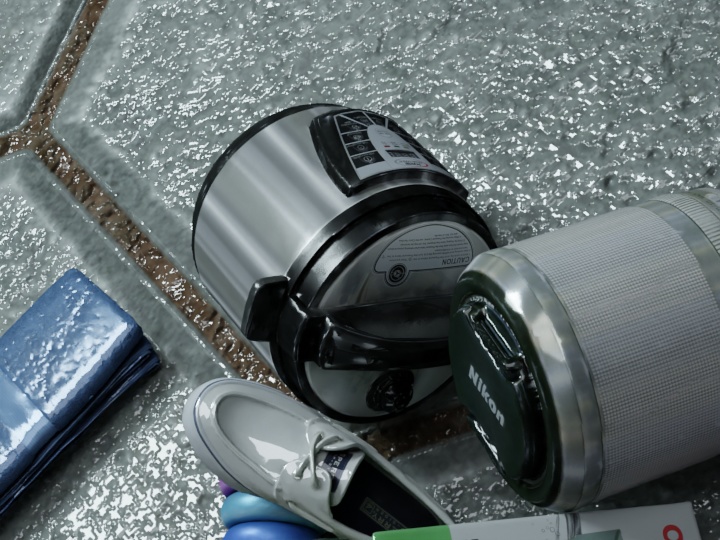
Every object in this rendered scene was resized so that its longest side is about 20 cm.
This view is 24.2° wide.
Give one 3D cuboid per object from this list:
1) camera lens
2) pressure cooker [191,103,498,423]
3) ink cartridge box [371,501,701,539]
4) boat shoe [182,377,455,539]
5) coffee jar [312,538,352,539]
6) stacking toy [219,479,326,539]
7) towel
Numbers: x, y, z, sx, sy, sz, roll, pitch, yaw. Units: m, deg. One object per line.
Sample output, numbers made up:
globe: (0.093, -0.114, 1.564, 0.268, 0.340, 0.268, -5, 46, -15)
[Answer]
camera lens: (0.164, 0.045, 1.017, 0.198, 0.161, 0.161, -18, 53, -16)
pressure cooker: (0.000, 0.002, 1.129, 0.175, 0.179, 0.200, -39, 46, -5)
ink cartridge box: (0.108, 0.221, 0.970, 0.198, 0.084, 0.147, -5, 58, -10)
boat shoe: (-0.019, 0.127, 1.071, 0.199, 0.065, 0.074, 30, 67, -11)
coffee jar: (-0.041, 0.215, 0.966, 0.084, 0.200, 0.106, -3, 76, -16)
stacking toy: (-0.058, 0.209, 1.109, 0.084, 0.085, 0.202, -6, 67, 20)
towel: (-0.251, 0.098, 1.268, 0.200, 0.049, 0.111, -47, 55, -6)
